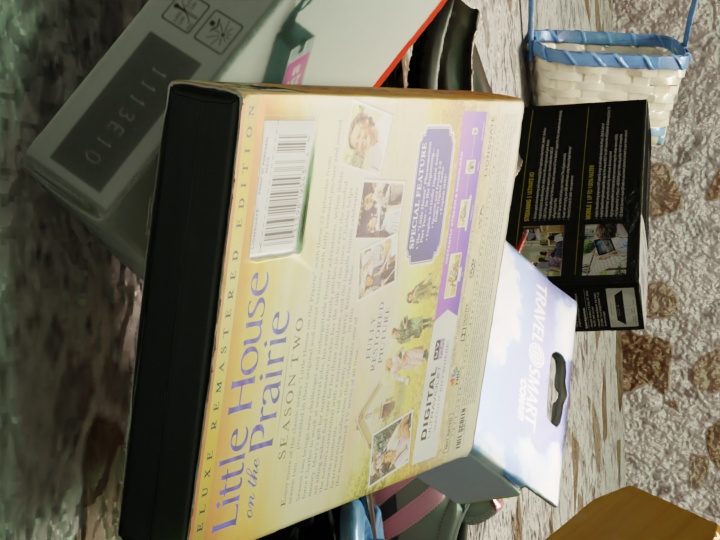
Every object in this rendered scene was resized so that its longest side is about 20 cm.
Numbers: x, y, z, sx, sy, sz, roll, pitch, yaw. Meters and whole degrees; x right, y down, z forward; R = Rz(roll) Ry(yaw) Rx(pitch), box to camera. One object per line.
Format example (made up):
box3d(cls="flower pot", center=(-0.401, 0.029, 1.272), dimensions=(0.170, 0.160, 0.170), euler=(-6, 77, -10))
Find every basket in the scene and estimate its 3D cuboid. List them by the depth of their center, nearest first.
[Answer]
box3d(cls="basket", center=(0.248, -0.232, 1.656), dimensions=(0.139, 0.176, 0.200), euler=(-96, -167, -67))

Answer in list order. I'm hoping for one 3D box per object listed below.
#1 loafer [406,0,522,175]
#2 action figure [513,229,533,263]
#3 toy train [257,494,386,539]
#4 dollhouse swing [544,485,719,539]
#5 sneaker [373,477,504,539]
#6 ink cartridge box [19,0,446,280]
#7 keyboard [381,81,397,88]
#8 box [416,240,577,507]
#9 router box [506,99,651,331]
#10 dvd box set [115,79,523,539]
box3d(cls="loafer", center=(0.068, -0.078, 1.054), dimensions=(0.073, 0.071, 0.201), euler=(-119, -151, -80))
box3d(cls="action figure", center=(0.071, 0.003, 0.927), dimensions=(0.065, 0.052, 0.201), euler=(87, -8, -81))
box3d(cls="toy train", center=(-0.022, 0.153, 0.671), dimensions=(0.114, 0.086, 0.201), euler=(-78, 161, -72))
box3d(cls="dollhouse swing", center=(0.135, 0.248, 0.922), dimensions=(0.200, 0.175, 0.182), euler=(-172, -121, -77))
box3d(cls="sneaker", center=(0.040, 0.105, 0.920), dimensions=(0.070, 0.082, 0.201), euler=(-42, 128, -71))
box3d(cls="ink cartridge box", center=(-0.014, -0.073, 0.588), dimensions=(0.200, 0.044, 0.174), euler=(-52, 157, -7))
box3d(cls="keyboard", center=(0.028, -0.006, 0.968), dimensions=(0.104, 0.040, 0.201), euler=(44, 33, -85))
box3d(cls="box", center=(0.023, 0.020, 0.751), dimensions=(0.200, 0.048, 0.122), euler=(38, 50, -37))
box3d(cls="router box", center=(0.134, -0.042, 1.185), dimensions=(0.200, 0.149, 0.051), euler=(-77, 160, -45))
box3d(cls="dvd box set", center=(-0.006, 0.009, 0.564), dimensions=(0.200, 0.029, 0.147), euler=(-10, 110, -60))
